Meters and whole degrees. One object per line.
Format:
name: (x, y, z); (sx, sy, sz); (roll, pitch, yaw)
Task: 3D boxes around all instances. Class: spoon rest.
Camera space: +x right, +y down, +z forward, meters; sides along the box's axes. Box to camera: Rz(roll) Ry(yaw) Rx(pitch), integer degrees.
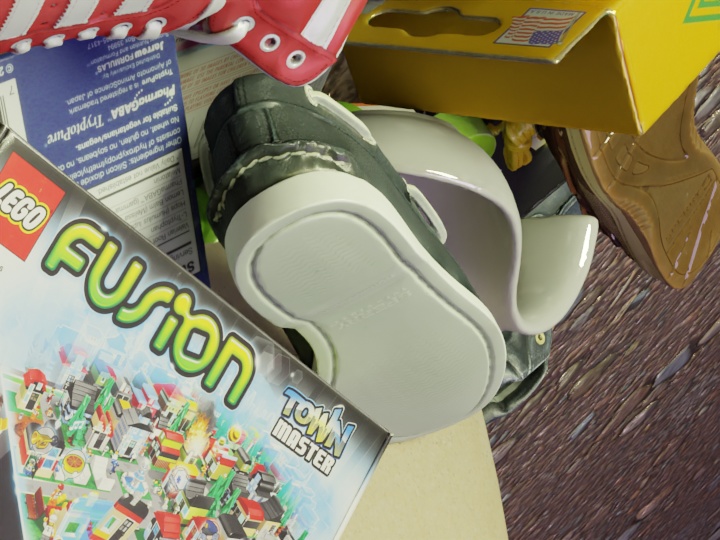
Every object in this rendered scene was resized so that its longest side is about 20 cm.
spoon rest: (0.033, -0.013, 0.800); (0.199, 0.099, 0.061); (20, 69, -57)

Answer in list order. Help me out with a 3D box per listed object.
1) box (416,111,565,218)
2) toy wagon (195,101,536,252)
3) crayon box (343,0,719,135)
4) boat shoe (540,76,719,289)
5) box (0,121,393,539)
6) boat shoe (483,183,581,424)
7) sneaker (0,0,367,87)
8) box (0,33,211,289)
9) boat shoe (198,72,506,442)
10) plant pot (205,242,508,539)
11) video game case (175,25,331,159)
box: (0.094, -0.107, 0.968); (0.159, 0.049, 0.200); (-41, 160, -18)
toy wagon: (-0.018, -0.019, 0.881); (0.199, 0.040, 0.155); (-31, 160, -11)
crayon box: (0.078, -0.110, 0.752); (0.200, 0.125, 0.052); (-44, 129, -35)
boat shoe: (0.102, -0.065, 0.892); (0.072, 0.072, 0.200); (-53, 146, -11)
box: (-0.079, 0.050, 0.633); (0.200, 0.035, 0.111); (40, 73, -44)
boat shoe: (0.084, 0.011, 1.117); (0.200, 0.091, 0.071); (-39, 160, -17)
sneaker: (-0.074, -0.083, 0.574); (0.199, 0.071, 0.113); (-29, 145, -5)
box: (-0.097, 0.025, 0.653); (0.121, 0.032, 0.202); (-26, 119, -38)
boat shoe: (0.000, 0.000, 0.719); (0.075, 0.061, 0.200); (-22, 151, 2)
plant pot: (-0.055, 0.118, 0.828); (0.199, 0.178, 0.200); (-6, 150, -45)
video game case: (-0.061, -0.097, 0.710); (0.199, 0.024, 0.183); (-26, 153, -41)
